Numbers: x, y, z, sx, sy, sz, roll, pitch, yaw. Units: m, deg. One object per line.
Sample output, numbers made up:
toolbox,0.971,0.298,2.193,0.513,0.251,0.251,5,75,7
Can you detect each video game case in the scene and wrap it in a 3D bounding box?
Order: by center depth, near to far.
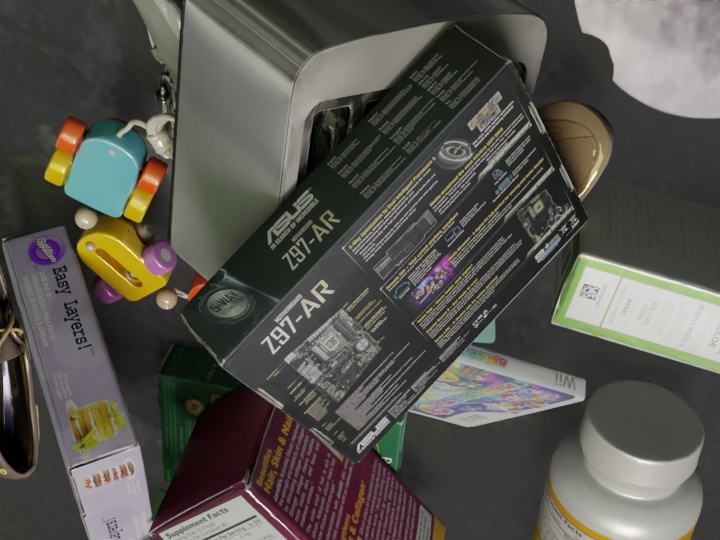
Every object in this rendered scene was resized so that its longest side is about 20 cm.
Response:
video game case,0.033,0.070,0.748,0.198,0.018,0.143,17,157,-25

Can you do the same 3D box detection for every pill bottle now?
pill bottle,0.189,0.185,0.809,0.111,0.113,0.202,10,125,6

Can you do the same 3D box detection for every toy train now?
toy train,-0.123,-0.036,0.731,0.149,0.056,0.201,-3,133,16

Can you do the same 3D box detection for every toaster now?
toaster,-0.005,-0.089,0.610,0.119,0.180,0.202,41,134,37

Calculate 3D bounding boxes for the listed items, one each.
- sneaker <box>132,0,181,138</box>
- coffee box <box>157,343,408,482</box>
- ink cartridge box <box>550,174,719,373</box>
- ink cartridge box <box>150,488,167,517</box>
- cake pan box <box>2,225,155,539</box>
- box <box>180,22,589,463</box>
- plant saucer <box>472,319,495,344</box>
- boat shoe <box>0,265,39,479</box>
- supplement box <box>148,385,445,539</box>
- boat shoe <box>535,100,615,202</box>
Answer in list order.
sneaker,-0.106,-0.110,0.702,0.081,0.075,0.201,-15,119,20
coffee box,-0.062,0.134,0.875,0.198,0.044,0.124,9,125,7
ink cartridge box,0.225,0.010,0.689,0.198,0.104,0.060,16,126,2
ink cartridge box,-0.133,0.310,0.985,0.199,0.084,0.145,29,125,-8
cake pan box,-0.197,0.100,0.775,0.052,0.185,0.201,-15,147,-16
box,0.022,-0.004,0.577,0.200,0.044,0.160,-47,143,-2
plant saucer,0.000,0.000,0.738,0.198,0.019,0.071,13,122,31
boat shoe,-0.271,0.059,0.786,0.059,0.072,0.202,10,112,24
supplement box,-0.039,0.193,0.801,0.103,0.131,0.200,-30,112,28
boat shoe,0.094,-0.039,0.711,0.072,0.065,0.200,50,128,13
